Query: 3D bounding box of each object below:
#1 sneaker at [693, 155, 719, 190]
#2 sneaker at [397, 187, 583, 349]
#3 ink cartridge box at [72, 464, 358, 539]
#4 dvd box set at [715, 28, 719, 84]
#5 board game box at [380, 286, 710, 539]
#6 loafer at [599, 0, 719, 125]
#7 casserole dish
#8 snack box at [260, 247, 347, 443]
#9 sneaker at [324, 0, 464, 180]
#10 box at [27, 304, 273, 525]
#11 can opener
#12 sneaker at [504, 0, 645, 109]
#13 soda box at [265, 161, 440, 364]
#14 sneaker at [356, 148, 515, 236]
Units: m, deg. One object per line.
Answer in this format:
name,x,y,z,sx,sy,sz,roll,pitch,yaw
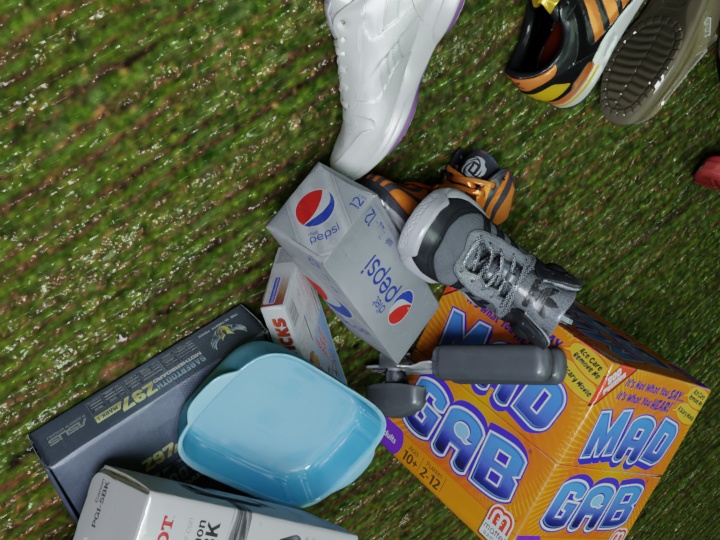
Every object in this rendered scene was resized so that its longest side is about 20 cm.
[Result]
sneaker,0.450,-0.141,1.152,0.199,0.078,0.117,4,106,-55
sneaker,0.113,0.001,0.806,0.076,0.113,0.200,-59,149,3
ink cartridge box,-0.115,0.242,0.749,0.199,0.082,0.149,23,79,-38
dvd box set,0.371,-0.272,0.958,0.147,0.029,0.202,-69,161,-52
board game box,0.175,0.140,0.989,0.199,0.199,0.202,16,105,-45
loafer,0.301,-0.222,0.957,0.067,0.076,0.201,25,97,-43
casserole dish,-0.064,0.122,0.805,0.121,0.039,0.200,-46,135,7
snack box,-0.042,0.077,0.863,0.024,0.072,0.201,-4,132,14
sneaker,0.006,-0.165,0.762,0.099,0.075,0.202,18,115,-14
box,-0.148,0.144,0.825,0.199,0.051,0.159,-32,132,-21
can opener,0.088,0.102,0.903,0.053,0.198,0.068,15,75,-49
sneaker,0.189,-0.238,0.855,0.089,0.070,0.202,5,115,-45
soda box,0.000,0.000,0.819,0.069,0.063,0.200,-52,149,-10
sneaker,0.066,-0.065,0.866,0.113,0.077,0.200,-58,149,-1
